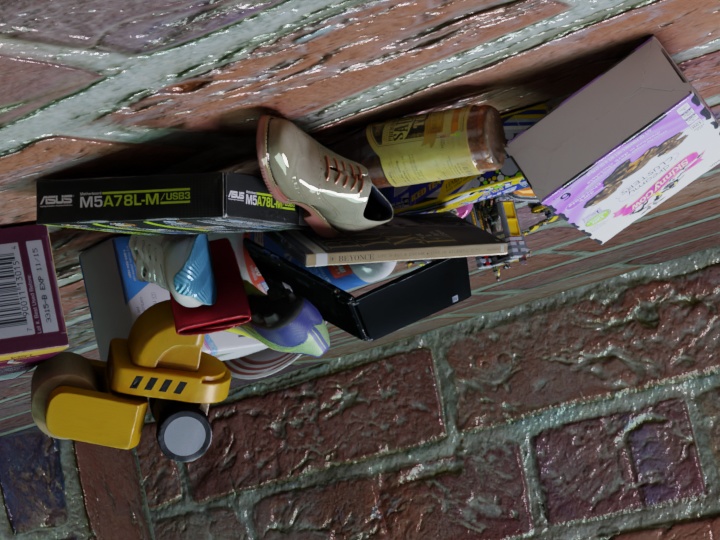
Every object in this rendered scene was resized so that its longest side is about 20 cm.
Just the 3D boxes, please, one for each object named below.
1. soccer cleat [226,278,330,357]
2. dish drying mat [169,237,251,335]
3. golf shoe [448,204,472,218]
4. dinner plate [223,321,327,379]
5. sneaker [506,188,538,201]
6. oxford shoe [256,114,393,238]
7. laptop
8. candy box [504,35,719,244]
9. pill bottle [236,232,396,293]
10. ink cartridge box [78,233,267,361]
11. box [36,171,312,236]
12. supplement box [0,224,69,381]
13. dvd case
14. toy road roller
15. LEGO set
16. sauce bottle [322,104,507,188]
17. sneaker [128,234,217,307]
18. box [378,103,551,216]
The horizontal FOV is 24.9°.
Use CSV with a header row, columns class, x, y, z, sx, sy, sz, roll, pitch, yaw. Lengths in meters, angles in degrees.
class,x,y,z,sx,sy,sz,roll,pitch,yaw
soccer cleat,-0.100,0.055,1.688,0.065,0.084,0.200,-49,-154,-18
dish drying mat,-0.160,0.017,1.682,0.077,0.018,0.200,-11,-155,-6
golf shoe,0.041,-0.068,1.878,0.199,0.076,0.092,-14,-172,23
dinner plate,-0.099,0.043,1.946,0.200,0.201,0.024,-18,142,32
sneaker,0.238,-0.139,1.683,0.199,0.078,0.112,-23,170,-8
oxford shoe,-0.031,-0.088,1.439,0.074,0.071,0.200,-4,162,22
laptop,0.000,0.000,1.674,0.200,0.103,0.177,28,169,13
candy box,0.250,-0.116,1.534,0.168,0.072,0.200,-36,157,14
pill bottle,-0.027,-0.033,1.800,0.199,0.113,0.112,-18,171,26
ink cartridge box,-0.201,0.032,1.841,0.200,0.145,0.085,-6,169,-42
box,-0.160,-0.059,1.482,0.193,0.048,0.200,1,179,24
supplement box,-0.381,0.042,1.655,0.103,0.131,0.200,-8,172,-29
dvd case,0.021,-0.032,1.562,0.199,0.016,0.149,-4,-165,-18
toy road roller,-0.233,0.101,1.677,0.199,0.147,0.123,9,-167,-14
LEGO set,0.162,-0.039,2.053,0.200,0.116,0.154,-17,171,31
sauce bottle,0.034,-0.109,1.509,0.199,0.066,0.066,-8,175,22
sneaker,-0.190,-0.008,1.641,0.080,0.077,0.200,-10,-164,-4
box,0.107,-0.105,1.656,0.199,0.070,0.064,-15,170,15
